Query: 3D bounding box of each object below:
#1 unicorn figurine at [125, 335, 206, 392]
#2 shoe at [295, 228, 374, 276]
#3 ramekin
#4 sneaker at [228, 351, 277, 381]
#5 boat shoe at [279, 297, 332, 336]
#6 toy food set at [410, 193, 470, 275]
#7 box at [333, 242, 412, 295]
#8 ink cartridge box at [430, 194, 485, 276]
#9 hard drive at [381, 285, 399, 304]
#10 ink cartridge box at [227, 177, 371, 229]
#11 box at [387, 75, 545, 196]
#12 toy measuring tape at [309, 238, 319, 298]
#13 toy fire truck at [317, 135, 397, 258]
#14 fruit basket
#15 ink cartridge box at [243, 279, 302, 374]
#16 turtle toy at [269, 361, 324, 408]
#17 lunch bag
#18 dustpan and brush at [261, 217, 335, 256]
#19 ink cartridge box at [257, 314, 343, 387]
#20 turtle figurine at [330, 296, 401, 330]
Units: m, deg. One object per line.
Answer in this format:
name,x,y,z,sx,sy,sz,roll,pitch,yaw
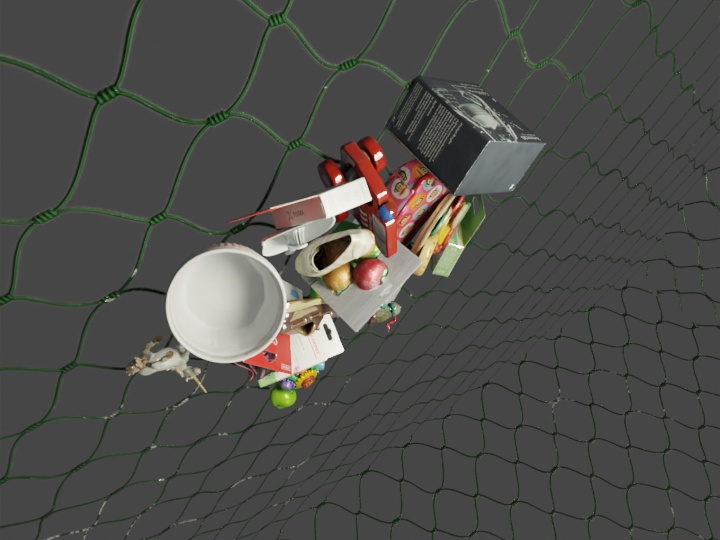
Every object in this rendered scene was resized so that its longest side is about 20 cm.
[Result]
unicorn figurine,-0.371,0.175,1.318,0.199,0.074,0.137,9,138,-40
shoe,-0.061,-0.034,1.237,0.199,0.070,0.053,-21,172,42
ramekin,-0.231,0.046,1.150,0.199,0.105,0.201,-4,107,-13
sneaker,-0.240,0.153,1.371,0.095,0.079,0.200,-30,120,2
boat shoe,-0.111,0.093,1.309,0.072,0.072,0.200,-9,176,22
toy food set,0.170,-0.086,1.444,0.199,0.049,0.200,-60,169,18
box,0.030,0.001,1.452,0.136,0.038,0.200,-21,-172,24
ink cartridge box,0.220,-0.104,1.568,0.048,0.146,0.200,13,133,-12
hard drive,0.052,0.041,1.697,0.139,0.038,0.200,-15,146,-41
ink cartridge box,-0.106,-0.098,1.115,0.176,0.045,0.200,-24,-170,-29
box,0.195,-0.246,1.233,0.199,0.197,0.124,-11,143,-46
toy measuring tape,-0.071,0.006,1.447,0.073,0.074,0.201,-24,140,-30
toy fire truck,0.014,-0.131,1.209,0.112,0.168,0.200,-32,154,-16
fruit basket,0.000,0.000,1.315,0.185,0.200,0.094,-47,147,-3
ink cartridge box,-0.169,0.105,1.329,0.044,0.177,0.200,-13,161,18
turtle toy,-0.167,0.258,1.678,0.145,0.101,0.200,2,133,-55
lunch bag,0.101,-0.137,1.429,0.200,0.082,0.176,-51,157,21
dustpan and brush,-0.125,-0.054,1.240,0.139,0.058,0.200,-23,-171,-15
ink cartridge box,-0.149,0.168,1.485,0.199,0.118,0.067,-21,173,-12
turtle figurine,0.022,0.079,1.594,0.199,0.101,0.150,0,137,-17
